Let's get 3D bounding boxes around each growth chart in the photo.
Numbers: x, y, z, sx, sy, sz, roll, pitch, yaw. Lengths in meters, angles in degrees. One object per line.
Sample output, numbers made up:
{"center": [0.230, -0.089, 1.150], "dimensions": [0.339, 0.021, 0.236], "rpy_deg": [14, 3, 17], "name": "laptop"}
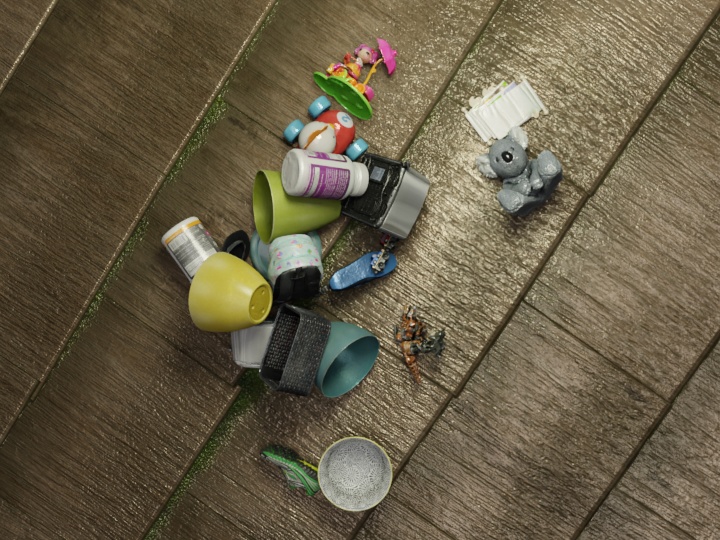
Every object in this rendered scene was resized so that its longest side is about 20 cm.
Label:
{"center": [0.381, -0.430, 1.696], "dimensions": [0.199, 0.018, 0.146], "rpy_deg": [-30, 92, 3], "name": "growth chart"}

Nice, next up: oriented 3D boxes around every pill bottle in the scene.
{"center": [-0.428, -0.032, 1.695], "dimensions": [0.116, 0.116, 0.201], "rpy_deg": [-35, 93, 3], "name": "pill bottle"}
{"center": [-0.084, -0.231, 1.560], "dimensions": [0.198, 0.112, 0.113], "rpy_deg": [2, 95, -32], "name": "pill bottle"}

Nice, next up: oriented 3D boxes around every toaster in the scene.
{"center": [-0.256, 0.187, 1.708], "dimensions": [0.198, 0.114, 0.131], "rpy_deg": [2, 98, -1], "name": "toaster"}
{"center": [0.066, -0.193, 1.634], "dimensions": [0.118, 0.199, 0.182], "rpy_deg": [20, 95, -41], "name": "toaster"}

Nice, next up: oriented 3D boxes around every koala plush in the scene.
{"center": [0.404, -0.260, 1.654], "dimensions": [0.177, 0.183, 0.200], "rpy_deg": [-44, 71, 15], "name": "koala plush"}

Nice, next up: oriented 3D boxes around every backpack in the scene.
{"center": [-0.170, 0.000, 1.614], "dimensions": [0.165, 0.200, 0.127], "rpy_deg": [-17, 68, -14], "name": "backpack"}

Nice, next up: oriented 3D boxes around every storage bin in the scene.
{"center": [-0.165, 0.198, 1.600], "dimensions": [0.093, 0.135, 0.202], "rpy_deg": [17, 92, -32], "name": "storage bin"}

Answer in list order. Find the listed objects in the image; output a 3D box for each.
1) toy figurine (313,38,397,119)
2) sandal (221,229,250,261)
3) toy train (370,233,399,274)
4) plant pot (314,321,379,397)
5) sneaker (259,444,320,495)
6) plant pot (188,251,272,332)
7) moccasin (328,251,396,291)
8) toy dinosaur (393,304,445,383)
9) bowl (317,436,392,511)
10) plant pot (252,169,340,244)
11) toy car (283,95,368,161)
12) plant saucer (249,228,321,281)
{"center": [0.006, -0.525, 1.665], "dimensions": [0.199, 0.150, 0.185], "rpy_deg": [34, 80, 23], "name": "toy figurine"}
{"center": [-0.336, -0.032, 1.669], "dimensions": [0.043, 0.201, 0.076], "rpy_deg": [-21, 121, 35], "name": "sandal"}
{"center": [0.075, -0.080, 1.689], "dimensions": [0.045, 0.034, 0.201], "rpy_deg": [24, 71, 9], "name": "toy train"}
{"center": [-0.066, 0.213, 1.680], "dimensions": [0.135, 0.200, 0.201], "rpy_deg": [40, 94, 31], "name": "plant pot"}
{"center": [-0.192, 0.550, 1.745], "dimensions": [0.199, 0.078, 0.086], "rpy_deg": [33, 95, -1], "name": "sneaker"}
{"center": [-0.301, 0.067, 1.569], "dimensions": [0.141, 0.200, 0.202], "rpy_deg": [13, 94, 25], "name": "plant pot"}
{"center": [0.000, 0.000, 1.705], "dimensions": [0.198, 0.068, 0.081], "rpy_deg": [-17, 80, -20], "name": "moccasin"}
{"center": [0.158, 0.194, 1.721], "dimensions": [0.134, 0.102, 0.202], "rpy_deg": [-3, 112, 17], "name": "toy dinosaur"}
{"center": [-0.013, 0.537, 1.731], "dimensions": [0.199, 0.094, 0.203], "rpy_deg": [0, 93, 1], "name": "bowl"}
{"center": [-0.158, -0.168, 1.650], "dimensions": [0.198, 0.187, 0.189], "rpy_deg": [-6, 94, -24], "name": "plant pot"}
{"center": [-0.093, -0.340, 1.623], "dimensions": [0.177, 0.200, 0.185], "rpy_deg": [-42, 92, 4], "name": "toy car"}
{"center": [-0.205, -0.056, 1.732], "dimensions": [0.198, 0.027, 0.202], "rpy_deg": [0, 93, 1], "name": "plant saucer"}
